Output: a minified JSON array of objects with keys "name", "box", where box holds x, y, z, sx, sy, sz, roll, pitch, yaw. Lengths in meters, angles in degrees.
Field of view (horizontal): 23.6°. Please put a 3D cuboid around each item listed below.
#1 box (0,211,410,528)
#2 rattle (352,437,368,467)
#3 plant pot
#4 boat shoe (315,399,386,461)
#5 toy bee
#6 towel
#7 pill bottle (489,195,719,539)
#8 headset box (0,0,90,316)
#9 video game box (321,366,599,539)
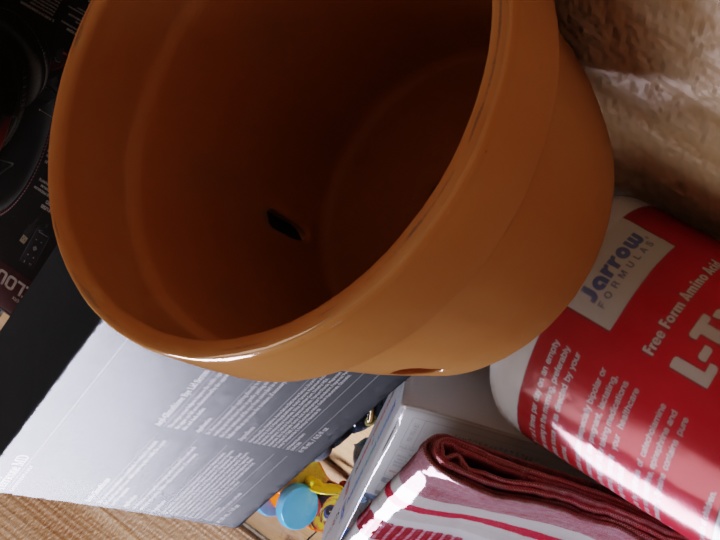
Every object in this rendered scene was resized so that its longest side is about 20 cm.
[{"name":"box","box":[-0.081,0.041,0.787,0.140,0.080,0.200,10,148,-25]},{"name":"rattle","box":[0.075,0.176,0.970,0.199,0.144,0.130,6,-158,-37]},{"name":"plant pot","box":[0.003,-0.046,0.638,0.199,0.201,0.140,25,178,40]},{"name":"boat shoe","box":[-0.023,0.014,0.883,0.071,0.091,0.201,40,160,48]},{"name":"toy bee","box":[-0.059,0.227,1.797,0.131,0.108,0.201,37,143,38]},{"name":"towel","box":[0.064,0.141,0.802,0.143,0.023,0.200,19,148,-8]},{"name":"pill bottle","box":[0.127,0.040,0.715,0.199,0.113,0.112,31,164,25]},{"name":"headset box","box":[-0.166,-0.067,0.895,0.148,0.201,0.075,30,-179,25]},{"name":"video game box","box":[0.093,0.123,0.843,0.198,0.047,0.183,16,139,-6]}]
